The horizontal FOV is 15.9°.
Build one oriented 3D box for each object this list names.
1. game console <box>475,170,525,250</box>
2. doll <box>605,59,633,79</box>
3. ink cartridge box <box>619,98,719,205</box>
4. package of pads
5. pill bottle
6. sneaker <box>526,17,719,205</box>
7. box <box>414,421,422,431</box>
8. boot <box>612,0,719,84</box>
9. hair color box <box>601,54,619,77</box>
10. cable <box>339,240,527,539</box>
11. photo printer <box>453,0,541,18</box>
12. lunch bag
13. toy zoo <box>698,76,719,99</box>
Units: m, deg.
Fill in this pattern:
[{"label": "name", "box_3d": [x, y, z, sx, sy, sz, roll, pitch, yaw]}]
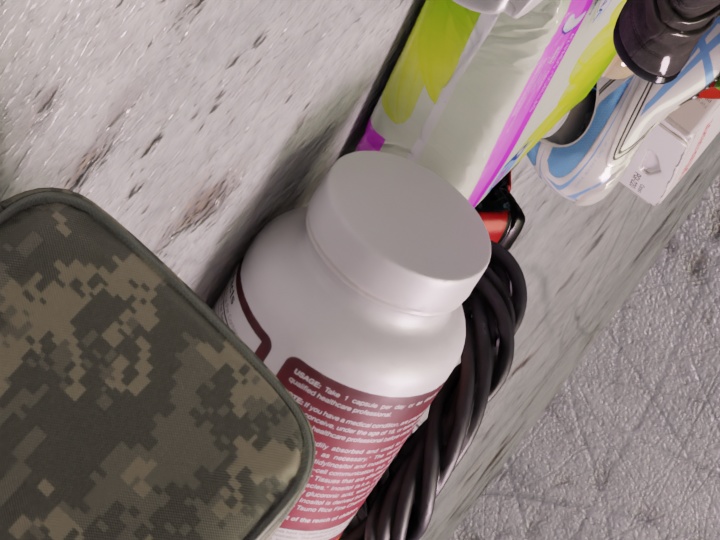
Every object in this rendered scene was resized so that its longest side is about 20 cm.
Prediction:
[{"label": "game console", "box_3d": [0.000, 0.000, 1.461, 0.172, 0.119, 0.200, -1, 136, -37]}, {"label": "doll", "box_3d": [0.200, -0.189, 1.603, 0.200, 0.048, 0.136, -46, -178, -32]}, {"label": "ink cartridge box", "box_3d": [0.256, -0.162, 1.896, 0.200, 0.085, 0.146, -51, 171, -17]}, {"label": "package of pads", "box_3d": [0.082, -0.121, 1.228, 0.155, 0.068, 0.200, -44, 169, -38]}, {"label": "pill bottle", "box_3d": [-0.021, 0.044, 1.220, 0.200, 0.113, 0.113, -57, 170, 34]}, {"label": "sneaker", "box_3d": [0.185, -0.133, 1.671, 0.200, 0.072, 0.072, -49, -162, 0]}, {"label": "box", "box_3d": [-0.018, 0.122, 1.712, 0.117, 0.060, 0.200, -51, 171, -4]}, {"label": "boot", "box_3d": [0.183, -0.182, 1.145, 0.200, 0.070, 0.132, -48, 178, -24]}, {"label": "hair color box", "box_3d": [0.175, -0.208, 1.369, 0.200, 0.065, 0.109, -47, 171, -20]}, {"label": "cable", "box_3d": [0.033, 0.077, 1.315, 0.163, 0.051, 0.200, -47, -159, 43]}, {"label": "photo printer", "box_3d": [0.114, -0.206, 1.041, 0.200, 0.069, 0.167, -43, 168, -47]}, {"label": "lunch bag", "box_3d": [-0.123, 0.082, 0.821, 0.200, 0.139, 0.168, -49, -173, -15]}, {"label": "toy zoo", "box_3d": [0.249, -0.178, 1.729, 0.131, 0.020, 0.200, -65, -162, -4]}]
